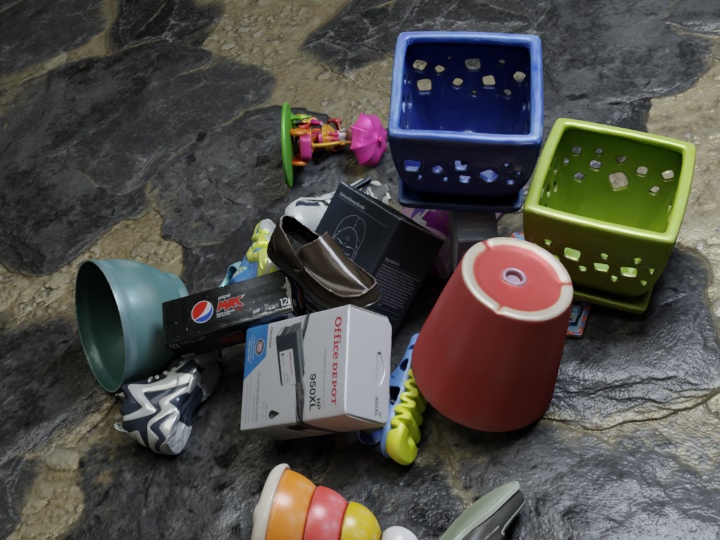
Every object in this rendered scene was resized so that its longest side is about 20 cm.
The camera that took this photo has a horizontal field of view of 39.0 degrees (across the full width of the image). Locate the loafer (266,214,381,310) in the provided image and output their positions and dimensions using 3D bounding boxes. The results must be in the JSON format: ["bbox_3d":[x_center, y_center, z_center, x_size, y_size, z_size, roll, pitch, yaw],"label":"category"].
[{"bbox_3d":[-0.055,-0.011,1.364,0.199,0.072,0.073,31,47,30],"label":"loafer"}]

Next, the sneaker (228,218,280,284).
[{"bbox_3d":[-0.160,-0.011,1.552,0.105,0.076,0.200,-40,15,9],"label":"sneaker"}]

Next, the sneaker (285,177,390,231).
[{"bbox_3d":[-0.021,-0.099,1.575,0.129,0.198,0.080,-31,72,27],"label":"sneaker"}]

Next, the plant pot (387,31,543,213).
[{"bbox_3d":[0.141,-0.190,1.375,0.197,0.181,0.202,3,55,6],"label":"plant pot"}]

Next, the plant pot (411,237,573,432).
[{"bbox_3d":[0.174,0.070,1.278,0.198,0.178,0.202,7,43,-6],"label":"plant pot"}]

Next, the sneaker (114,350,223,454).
[{"bbox_3d":[-0.291,0.171,1.493,0.128,0.080,0.201,8,58,19],"label":"sneaker"}]

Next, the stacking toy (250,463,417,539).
[{"bbox_3d":[-0.026,0.320,1.208,0.198,0.147,0.147,11,46,6],"label":"stacking toy"}]

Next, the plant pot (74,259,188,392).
[{"bbox_3d":[-0.339,0.072,1.559,0.133,0.202,0.200,-12,32,-33],"label":"plant pot"}]

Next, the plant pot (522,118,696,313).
[{"bbox_3d":[0.330,-0.064,1.385,0.198,0.183,0.200,15,51,15],"label":"plant pot"}]

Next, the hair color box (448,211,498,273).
[{"bbox_3d":[0.160,-0.094,1.478,0.060,0.099,0.202,-2,55,0],"label":"hair color box"}]

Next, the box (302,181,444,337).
[{"bbox_3d":[0.000,0.000,1.467,0.148,0.107,0.201,36,100,45],"label":"box"}]

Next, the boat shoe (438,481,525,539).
[{"bbox_3d":[0.124,0.321,1.165,0.201,0.061,0.072,-35,-3,-29],"label":"boat shoe"}]

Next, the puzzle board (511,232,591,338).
[{"bbox_3d":[0.268,0.014,1.474,0.149,0.018,0.201,3,45,26],"label":"puzzle board"}]

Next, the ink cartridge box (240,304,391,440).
[{"bbox_3d":[-0.061,0.138,1.340,0.199,0.084,0.146,-15,65,40],"label":"ink cartridge box"}]

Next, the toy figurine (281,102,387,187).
[{"bbox_3d":[-0.042,-0.233,1.827,0.182,0.152,0.200,-2,17,2],"label":"toy figurine"}]

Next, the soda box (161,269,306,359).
[{"bbox_3d":[-0.179,0.062,1.438,0.198,0.063,0.071,-15,60,11],"label":"soda box"}]

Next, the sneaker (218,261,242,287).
[{"bbox_3d":[-0.167,0.011,1.615,0.073,0.082,0.200,17,53,36],"label":"sneaker"}]

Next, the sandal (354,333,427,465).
[{"bbox_3d":[0.049,0.164,1.359,0.086,0.080,0.201,-1,43,28],"label":"sandal"}]

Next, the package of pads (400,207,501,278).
[{"bbox_3d":[0.139,-0.084,1.591,0.120,0.076,0.200,21,56,36],"label":"package of pads"}]
